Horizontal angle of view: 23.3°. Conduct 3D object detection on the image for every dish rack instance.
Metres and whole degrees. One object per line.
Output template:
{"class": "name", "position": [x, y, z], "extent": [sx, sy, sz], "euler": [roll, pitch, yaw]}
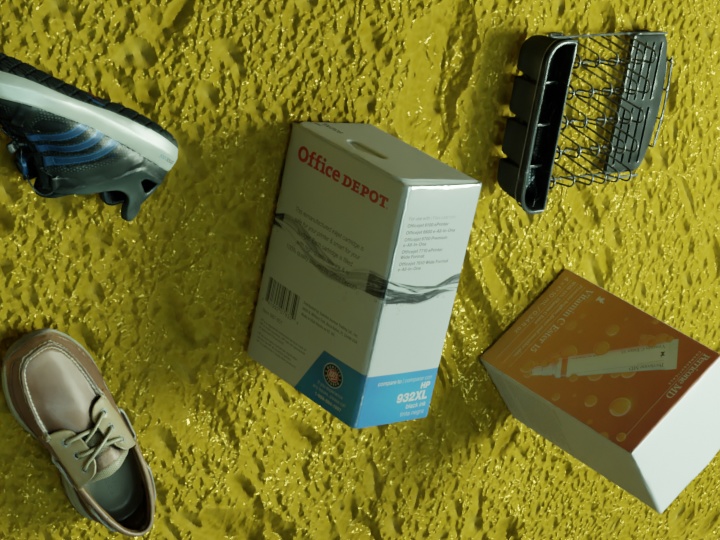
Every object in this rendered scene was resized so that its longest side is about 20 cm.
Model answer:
{"class": "dish rack", "position": [0.208, -0.138, 1.538], "extent": [0.199, 0.054, 0.154], "euler": [-9, 118, -38]}

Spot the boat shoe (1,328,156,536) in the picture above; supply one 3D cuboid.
{"class": "boat shoe", "position": [-0.202, 0.124, 1.310], "extent": [0.076, 0.072, 0.200], "euler": [-40, 133, -17]}

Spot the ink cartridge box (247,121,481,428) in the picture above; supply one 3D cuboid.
{"class": "ink cartridge box", "position": [0.000, 0.000, 1.366], "extent": [0.083, 0.145, 0.201], "euler": [-4, 115, -40]}

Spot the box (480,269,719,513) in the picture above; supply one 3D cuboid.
{"class": "box", "position": [0.228, 0.106, 1.582], "extent": [0.124, 0.200, 0.098], "euler": [-45, 134, -14]}

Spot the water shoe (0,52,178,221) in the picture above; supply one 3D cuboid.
{"class": "water shoe", "position": [-0.209, -0.087, 1.192], "extent": [0.200, 0.071, 0.079], "euler": [22, 99, -45]}
